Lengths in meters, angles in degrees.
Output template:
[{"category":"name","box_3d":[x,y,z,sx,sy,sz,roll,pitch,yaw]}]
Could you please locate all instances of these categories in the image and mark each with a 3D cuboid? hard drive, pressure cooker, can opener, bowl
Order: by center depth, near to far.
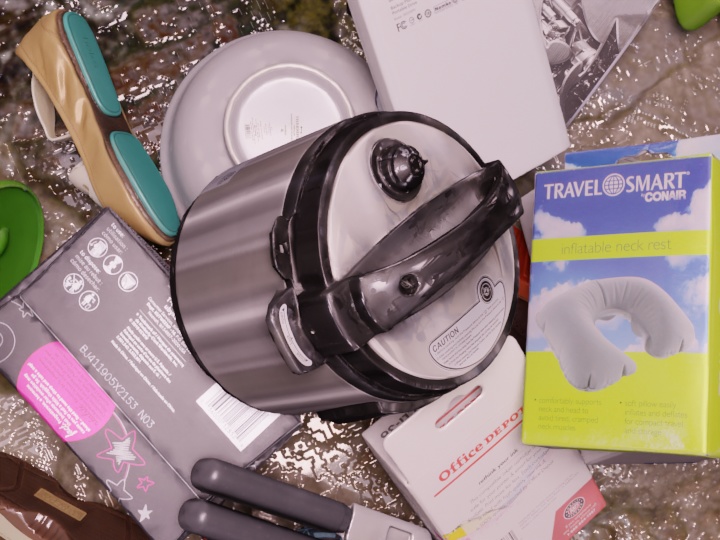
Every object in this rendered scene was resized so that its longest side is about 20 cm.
[{"category":"pressure cooker","box_3d":[-0.002,-0.002,0.657,0.178,0.199,0.177,23,65,-36]},{"category":"can opener","box_3d":[-0.020,0.174,0.711,0.199,0.067,0.054,27,70,-30]},{"category":"hard drive","box_3d":[0.069,-0.152,0.758,0.131,0.027,0.201,-29,115,-19]},{"category":"bowl","box_3d":[-0.054,-0.097,0.812,0.199,0.090,0.203,1,82,-6]}]

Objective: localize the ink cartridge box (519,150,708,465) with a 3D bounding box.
[{"category":"ink cartridge box","box_3d":[0.206,0.030,0.771,0.144,0.084,0.201,8,61,-41]}]

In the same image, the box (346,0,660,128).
[{"category":"box","box_3d":[0.113,-0.212,0.862,0.200,0.048,0.159,39,82,0]}]

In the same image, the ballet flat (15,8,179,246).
[{"category":"ballet flat","box_3d":[-0.201,-0.099,0.819,0.063,0.069,0.201,-28,82,15]}]

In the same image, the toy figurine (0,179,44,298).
[{"category":"toy figurine","box_3d":[-0.353,-0.006,0.772,0.183,0.150,0.201,24,106,11]}]

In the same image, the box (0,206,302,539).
[{"category":"box","box_3d":[-0.154,0.076,0.768,0.132,0.115,0.200,-42,91,-10]}]

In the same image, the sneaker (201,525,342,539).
[{"category":"sneaker","box_3d":[-0.021,0.216,0.793,0.199,0.079,0.096,31,71,-9]}]

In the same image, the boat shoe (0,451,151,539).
[{"category":"boat shoe","box_3d":[-0.202,0.207,0.765,0.201,0.075,0.075,31,114,13]}]

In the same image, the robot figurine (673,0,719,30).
[{"category":"robot figurine","box_3d":[0.275,-0.298,0.855,0.174,0.116,0.202,-10,84,-8]}]

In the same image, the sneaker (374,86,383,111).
[{"category":"sneaker","box_3d":[0.047,-0.208,0.805,0.070,0.073,0.201,20,84,26]}]

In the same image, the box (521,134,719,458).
[{"category":"box","box_3d":[0.168,0.012,0.675,0.121,0.048,0.202,-3,78,36]}]

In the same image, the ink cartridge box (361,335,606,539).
[{"category":"ink cartridge box","box_3d":[0.083,0.129,0.755,0.116,0.067,0.201,-38,128,-9]}]

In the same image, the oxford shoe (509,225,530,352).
[{"category":"oxford shoe","box_3d":[0.145,0.036,0.837,0.199,0.073,0.071,35,39,-12]}]
